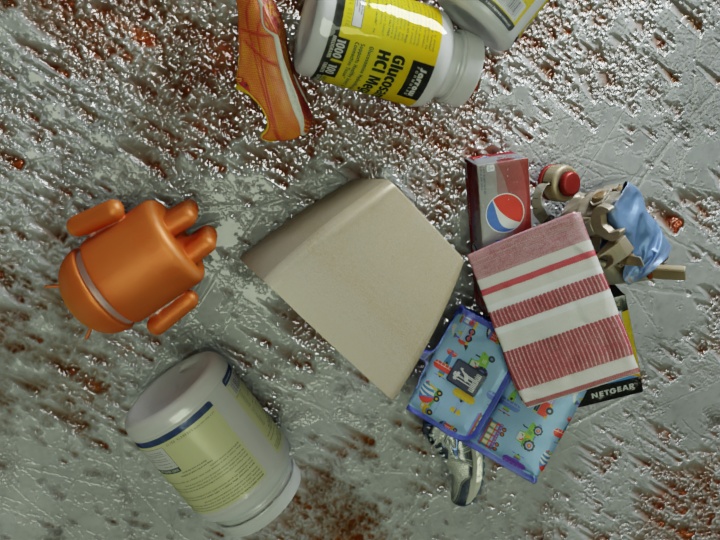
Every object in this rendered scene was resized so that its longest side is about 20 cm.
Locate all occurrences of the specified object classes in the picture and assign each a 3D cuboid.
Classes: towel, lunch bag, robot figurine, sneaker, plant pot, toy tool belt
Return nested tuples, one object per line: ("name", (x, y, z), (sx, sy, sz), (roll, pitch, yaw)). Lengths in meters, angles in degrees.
("towel", (0.228, 0.047, 0.850), (0.143, 0.023, 0.201), (-21, 82, 17))
("lunch bag", (0.166, 0.148, 0.912), (0.199, 0.094, 0.151), (27, 95, 5))
("robot figurine", (-0.265, -0.005, 0.832), (0.200, 0.117, 0.144), (-34, 148, 2))
("sneaker", (-0.116, -0.244, 0.810), (0.077, 0.073, 0.201), (-12, 104, 10))
("plant pot", (0.000, 0.000, 0.842), (0.200, 0.200, 0.177), (44, 85, -18))
("sneaker", (0.125, 0.229, 0.990), (0.085, 0.077, 0.201), (-1, 97, -4))
("toy tool belt", (0.319, -0.058, 0.887), (0.200, 0.123, 0.125), (44, 75, -27))

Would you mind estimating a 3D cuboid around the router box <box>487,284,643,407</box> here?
("router box", (0.268, 0.116, 0.969), (0.199, 0.051, 0.150), (-16, 108, 6))

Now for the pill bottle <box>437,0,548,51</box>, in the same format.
("pill bottle", (0.185, -0.359, 0.800), (0.112, 0.112, 0.200), (37, 97, -17))

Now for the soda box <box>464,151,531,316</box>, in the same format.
("soda box", (0.180, -0.047, 0.916), (0.070, 0.063, 0.201), (-8, 108, -5))

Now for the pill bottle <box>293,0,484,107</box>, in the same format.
("pill bottle", (0.033, -0.251, 0.803), (0.199, 0.112, 0.113), (11, 104, -18))

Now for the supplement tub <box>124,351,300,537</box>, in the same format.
("supplement tub", (-0.180, 0.219, 0.895), (0.145, 0.145, 0.200), (-33, 109, 2))
